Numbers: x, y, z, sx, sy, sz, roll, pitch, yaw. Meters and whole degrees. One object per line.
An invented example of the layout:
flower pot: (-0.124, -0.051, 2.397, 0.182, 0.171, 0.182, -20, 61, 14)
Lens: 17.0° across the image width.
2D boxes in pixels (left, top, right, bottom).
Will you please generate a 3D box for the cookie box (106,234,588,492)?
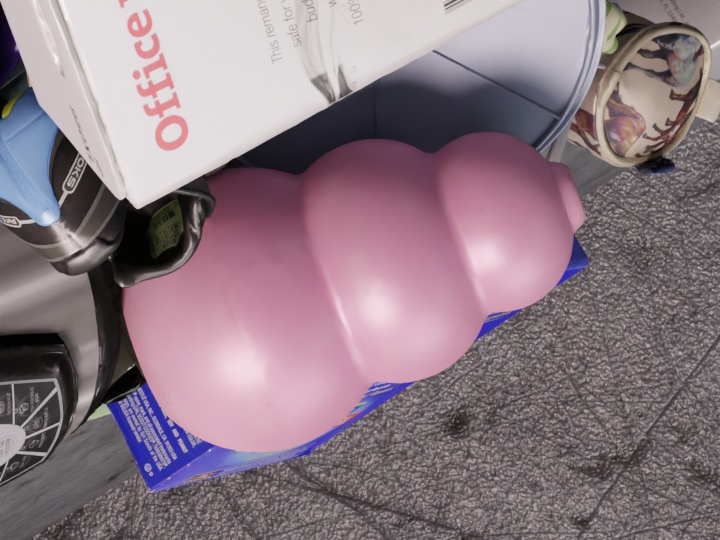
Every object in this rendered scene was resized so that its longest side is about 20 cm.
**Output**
cookie box: (-0.007, 0.024, 1.215, 0.200, 0.075, 0.171, -34, 168, 24)

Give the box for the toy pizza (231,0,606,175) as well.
toy pizza: (0.007, -0.115, 1.053, 0.200, 0.200, 0.032, -34, -155, 24)

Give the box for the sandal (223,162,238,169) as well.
sandal: (-0.064, -0.082, 1.214, 0.200, 0.076, 0.048, -20, -166, -26)

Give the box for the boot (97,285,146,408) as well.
boot: (-0.163, 0.022, 1.169, 0.077, 0.139, 0.200, -27, 174, -28)

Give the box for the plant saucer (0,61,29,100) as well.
plant saucer: (-0.120, -0.104, 1.146, 0.200, 0.027, 0.200, -31, 174, -4)

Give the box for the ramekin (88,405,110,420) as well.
ramekin: (-0.106, -0.006, 1.302, 0.200, 0.098, 0.200, -27, 170, -5)

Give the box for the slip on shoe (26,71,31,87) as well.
slip on shoe: (-0.070, -0.142, 0.980, 0.074, 0.061, 0.200, 21, 129, -37)

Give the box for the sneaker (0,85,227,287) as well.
sneaker: (-0.093, -0.034, 0.944, 0.071, 0.083, 0.200, -34, 180, 16)

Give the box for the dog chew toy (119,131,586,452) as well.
dog chew toy: (0.000, 0.000, 1.045, 0.199, 0.125, 0.125, -20, 174, 4)

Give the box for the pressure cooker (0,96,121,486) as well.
pressure cooker: (-0.224, 0.026, 1.012, 0.200, 0.176, 0.178, -25, -173, -38)

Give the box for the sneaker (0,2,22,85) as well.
sneaker: (-0.174, -0.078, 0.869, 0.200, 0.084, 0.081, -33, 173, 19)

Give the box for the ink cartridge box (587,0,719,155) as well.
ink cartridge box: (0.179, -0.185, 1.364, 0.200, 0.147, 0.146, -31, 173, 2)

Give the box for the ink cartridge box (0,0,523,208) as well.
ink cartridge box: (-0.028, -0.136, 0.803, 0.200, 0.084, 0.145, -29, 130, -15)

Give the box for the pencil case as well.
pencil case: (0.089, -0.114, 1.229, 0.089, 0.200, 0.078, 23, 94, -45)

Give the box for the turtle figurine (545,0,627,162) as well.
turtle figurine: (0.080, -0.162, 1.142, 0.194, 0.200, 0.144, -35, -152, -5)
